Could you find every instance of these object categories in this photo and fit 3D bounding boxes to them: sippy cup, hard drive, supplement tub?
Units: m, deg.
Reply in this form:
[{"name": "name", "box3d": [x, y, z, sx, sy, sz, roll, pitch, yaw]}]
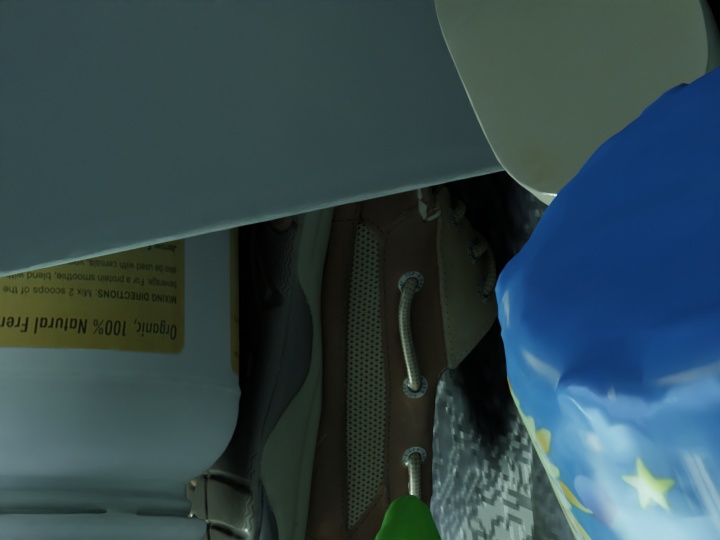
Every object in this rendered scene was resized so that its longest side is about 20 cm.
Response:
[{"name": "sippy cup", "box3d": [0.092, 0.034, 0.482, 0.131, 0.178, 0.140, 56, 175, -25]}, {"name": "hard drive", "box3d": [-0.040, -0.076, 0.697, 0.026, 0.199, 0.133, -1, 101, 65]}, {"name": "supplement tub", "box3d": [-0.103, -0.013, 0.780, 0.144, 0.144, 0.201, 164, 107, -66]}]

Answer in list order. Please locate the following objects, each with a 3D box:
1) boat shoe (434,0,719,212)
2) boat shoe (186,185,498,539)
[{"name": "boat shoe", "box3d": [0.048, -0.085, 0.652, 0.073, 0.063, 0.202, -28, 53, 21]}, {"name": "boat shoe", "box3d": [0.000, 0.000, 0.811, 0.076, 0.071, 0.201, -126, 42, -60]}]
